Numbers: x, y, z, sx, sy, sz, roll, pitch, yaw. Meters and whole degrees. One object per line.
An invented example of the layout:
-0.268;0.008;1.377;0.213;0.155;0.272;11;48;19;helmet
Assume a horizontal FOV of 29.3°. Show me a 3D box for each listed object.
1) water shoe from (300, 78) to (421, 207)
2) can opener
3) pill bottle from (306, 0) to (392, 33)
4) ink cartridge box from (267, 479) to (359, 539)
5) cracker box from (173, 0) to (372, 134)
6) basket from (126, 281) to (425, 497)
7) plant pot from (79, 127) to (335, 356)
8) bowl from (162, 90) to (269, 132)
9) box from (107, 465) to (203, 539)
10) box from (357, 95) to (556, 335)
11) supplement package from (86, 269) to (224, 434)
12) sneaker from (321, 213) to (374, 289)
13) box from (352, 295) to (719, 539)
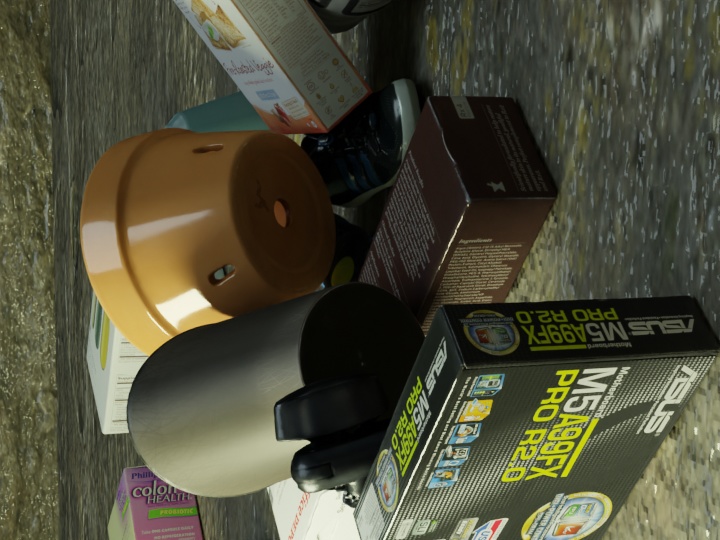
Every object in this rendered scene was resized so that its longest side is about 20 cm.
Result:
-0.009;-0.100;1.175;0.200;0.078;0.072;134;130;-62;water shoe
0.045;0.101;0.887;0.063;0.198;0.080;-152;54;-71;can opener
-0.001;-0.270;1.084;0.200;0.115;0.118;144;121;-66;pill bottle
-0.036;0.157;1.263;0.147;0.083;0.201;109;151;-44;ink cartridge box
-0.090;-0.207;1.140;0.201;0.058;0.134;53;165;-17;cracker box
-0.048;0.085;1.010;0.199;0.179;0.138;-22;77;52;basket
-0.114;-0.031;1.150;0.139;0.199;0.202;-14;77;34;plant pot
-0.172;-0.107;1.572;0.200;0.104;0.203;179;90;-69;bowl
-0.282;0.402;1.923;0.177;0.096;0.201;113;147;-49;box
0.064;-0.021;1.001;0.201;0.074;0.101;110;150;-48;box
-0.259;0.079;1.752;0.152;0.149;0.201;-116;31;-47;supplement package
0.000;0.000;1.193;0.066;0.078;0.200;-58;30;4;sneaker
0.096;0.099;0.804;0.201;0.159;0.045;110;151;-43;box
